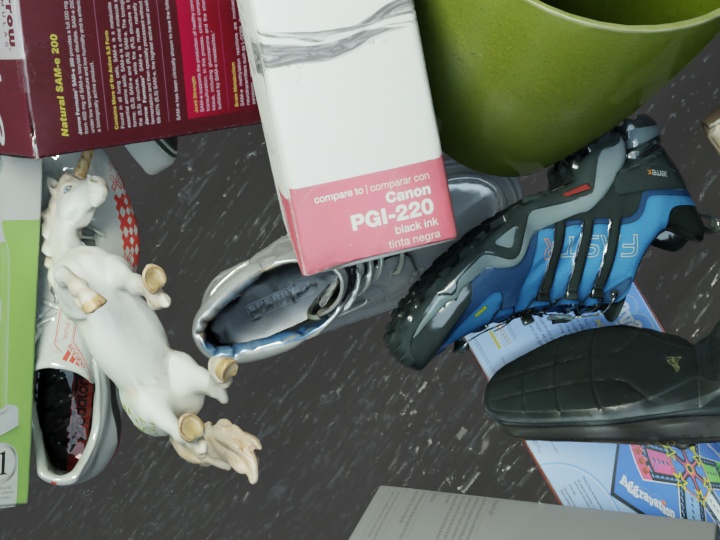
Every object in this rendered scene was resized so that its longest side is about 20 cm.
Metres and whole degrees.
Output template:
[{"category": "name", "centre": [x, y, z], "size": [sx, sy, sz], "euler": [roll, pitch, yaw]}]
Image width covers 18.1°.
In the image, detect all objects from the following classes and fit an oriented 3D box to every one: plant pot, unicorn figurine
[{"category": "plant pot", "centre": [0.097, -0.141, 1.170], "size": [0.186, 0.200, 0.188], "euler": [6, 59, -10]}, {"category": "unicorn figurine", "centre": [-0.124, 0.022, 1.195], "size": [0.073, 0.137, 0.201], "euler": [-20, 99, -18]}]

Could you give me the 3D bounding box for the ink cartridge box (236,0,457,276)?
[{"category": "ink cartridge box", "centre": [-0.016, -0.116, 1.133], "size": [0.084, 0.146, 0.201], "euler": [-14, 104, -3]}]

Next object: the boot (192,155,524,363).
[{"category": "boot", "centre": [0.000, 0.000, 1.253], "size": [0.199, 0.096, 0.074], "euler": [-28, 96, 7]}]

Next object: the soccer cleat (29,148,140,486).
[{"category": "soccer cleat", "centre": [-0.162, 0.024, 1.271], "size": [0.068, 0.085, 0.202], "euler": [3, 99, 3]}]

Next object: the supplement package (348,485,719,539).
[{"category": "supplement package", "centre": [0.094, 0.202, 1.251], "size": [0.198, 0.121, 0.121], "euler": [5, 102, 10]}]

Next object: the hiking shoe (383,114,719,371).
[{"category": "hiking shoe", "centre": [0.104, 0.000, 1.222], "size": [0.200, 0.074, 0.087], "euler": [-38, 93, -14]}]

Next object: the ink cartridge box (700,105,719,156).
[{"category": "ink cartridge box", "centre": [0.312, -0.070, 1.234], "size": [0.199, 0.075, 0.165], "euler": [-35, 94, 8]}]

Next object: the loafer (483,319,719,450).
[{"category": "loafer", "centre": [0.169, 0.074, 1.250], "size": [0.198, 0.073, 0.073], "euler": [-6, 132, 16]}]

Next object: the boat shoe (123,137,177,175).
[{"category": "boat shoe", "centre": [-0.137, -0.153, 1.250], "size": [0.063, 0.071, 0.201], "euler": [-23, 98, 4]}]

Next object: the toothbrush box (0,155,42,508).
[{"category": "toothbrush box", "centre": [-0.255, 0.026, 1.217], "size": [0.145, 0.086, 0.202], "euler": [-3, 101, -36]}]

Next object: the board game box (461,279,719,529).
[{"category": "board game box", "centre": [0.146, 0.086, 1.296], "size": [0.103, 0.019, 0.201], "euler": [-30, 96, 8]}]

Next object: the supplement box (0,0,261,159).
[{"category": "supplement box", "centre": [-0.104, -0.126, 1.204], "size": [0.199, 0.061, 0.110], "euler": [-11, 100, -35]}]
